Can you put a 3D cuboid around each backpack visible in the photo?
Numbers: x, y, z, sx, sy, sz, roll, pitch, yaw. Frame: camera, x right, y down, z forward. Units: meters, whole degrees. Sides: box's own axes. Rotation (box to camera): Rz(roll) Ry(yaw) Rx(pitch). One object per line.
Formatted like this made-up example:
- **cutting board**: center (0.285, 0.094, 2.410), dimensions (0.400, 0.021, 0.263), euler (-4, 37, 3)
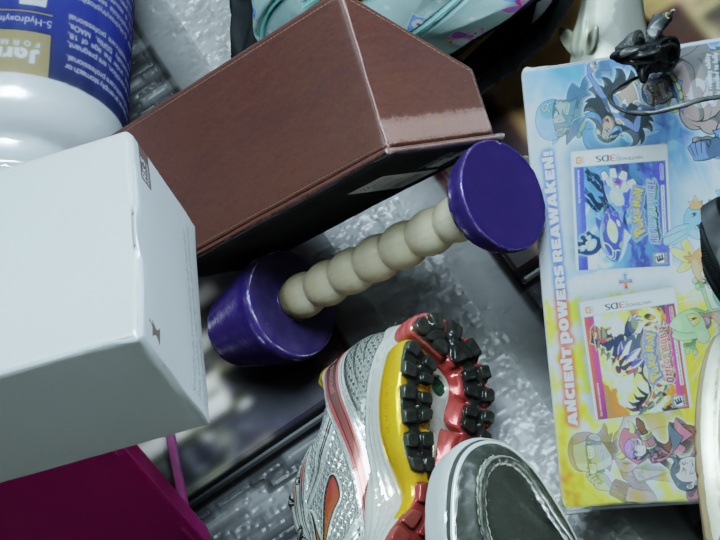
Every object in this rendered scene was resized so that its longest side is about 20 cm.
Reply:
- **backpack**: center (0.024, -0.164, 1.199), dimensions (0.200, 0.126, 0.168), euler (-27, 51, 46)

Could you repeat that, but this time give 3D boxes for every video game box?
- **video game box**: center (0.164, 0.000, 1.063), dimensions (0.182, 0.047, 0.201), euler (-6, 88, 31)

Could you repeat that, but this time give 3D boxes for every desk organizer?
- **desk organizer**: center (-0.032, -0.061, 1.153), dimensions (0.200, 0.072, 0.077), euler (-26, 78, 48)

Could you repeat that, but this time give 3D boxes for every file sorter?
- **file sorter**: center (-0.195, 0.085, 1.164), dimensions (0.199, 0.139, 0.126), euler (-20, 55, 8)

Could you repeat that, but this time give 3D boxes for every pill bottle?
- **pill bottle**: center (-0.178, -0.092, 1.272), dimensions (0.119, 0.120, 0.201), euler (-10, 58, 15)

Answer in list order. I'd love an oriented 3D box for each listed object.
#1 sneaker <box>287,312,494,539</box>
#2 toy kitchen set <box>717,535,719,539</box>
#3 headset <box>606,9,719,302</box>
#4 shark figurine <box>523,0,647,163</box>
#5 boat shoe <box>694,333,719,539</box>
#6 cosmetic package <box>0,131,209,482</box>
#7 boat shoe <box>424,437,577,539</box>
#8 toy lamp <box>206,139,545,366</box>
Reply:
- **sneaker**: center (0.011, 0.123, 1.116), dimensions (0.082, 0.078, 0.201), euler (-17, 57, 42)
- **toy kitchen set**: center (0.180, 0.220, 0.843), dimensions (0.199, 0.163, 0.181), euler (23, 105, 5)
- **headset**: center (0.185, -0.032, 0.995), dimensions (0.200, 0.094, 0.124), euler (37, 103, 9)
- **shark figurine**: center (0.142, -0.101, 1.176), dimensions (0.128, 0.089, 0.216), euler (-163, 76, -65)
- **boat shoe**: center (0.173, 0.117, 0.978), dimensions (0.065, 0.072, 0.201), euler (-12, 61, 21)
- **cosmetic package**: center (-0.171, 0.029, 1.056), dimensions (0.199, 0.081, 0.113), euler (-13, 53, 12)
- **boat shoe**: center (0.087, 0.154, 1.043), dimensions (0.070, 0.064, 0.201), euler (-6, 63, -30)
- **toy lamp**: center (0.000, 0.000, 1.143), dimensions (0.200, 0.058, 0.058), euler (-25, 47, 46)
